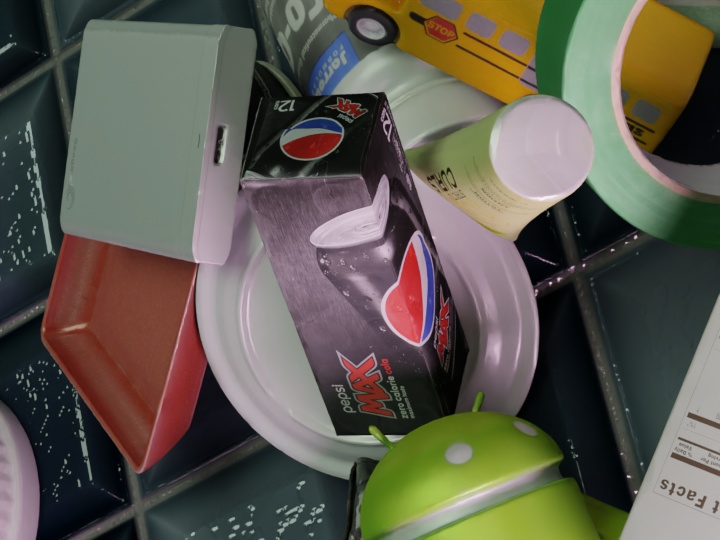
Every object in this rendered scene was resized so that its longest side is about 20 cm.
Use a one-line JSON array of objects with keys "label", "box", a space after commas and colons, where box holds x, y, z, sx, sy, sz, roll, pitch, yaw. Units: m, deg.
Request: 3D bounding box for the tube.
[{"label": "tube", "box": [0.069, -0.047, 1.469, 0.200, 0.052, 0.058, 156, 102, -79]}]

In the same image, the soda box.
[{"label": "soda box", "box": [0.000, 0.000, 1.515, 0.071, 0.200, 0.063, -2, 47, 18]}]

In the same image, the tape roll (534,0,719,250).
[{"label": "tape roll", "box": [0.190, -0.110, 1.473, 0.200, 0.200, 0.048, -55, 26, 10]}]

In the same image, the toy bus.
[{"label": "toy bus", "box": [0.084, -0.136, 1.578, 0.065, 0.200, 0.078, -65, 3, -34]}]

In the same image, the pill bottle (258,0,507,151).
[{"label": "pill bottle", "box": [0.017, -0.127, 1.677, 0.114, 0.114, 0.200, -41, 53, 21]}]

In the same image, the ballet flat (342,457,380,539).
[{"label": "ballet flat", "box": [-0.026, 0.197, 1.620, 0.057, 0.066, 0.200, 31, 88, -4]}]

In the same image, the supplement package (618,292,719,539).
[{"label": "supplement package", "box": [0.226, 0.100, 1.420, 0.120, 0.121, 0.200, 21, 88, 41]}]

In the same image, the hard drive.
[{"label": "hard drive", "box": [-0.119, -0.078, 1.679, 0.200, 0.026, 0.132, 11, 94, 62]}]

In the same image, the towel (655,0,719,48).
[{"label": "towel", "box": [0.143, -0.182, 1.540, 0.153, 0.200, 0.023, 6, 60, 41]}]

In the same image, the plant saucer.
[{"label": "plant saucer", "box": [-0.126, -0.007, 1.742, 0.200, 0.037, 0.200, 45, 123, 56]}]

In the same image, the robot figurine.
[{"label": "robot figurine", "box": [0.072, 0.163, 1.504, 0.116, 0.175, 0.200, -33, 76, 50]}]

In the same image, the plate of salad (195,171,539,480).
[{"label": "plate of salad", "box": [0.005, 0.024, 1.628, 0.200, 0.048, 0.200, 5, 110, 15]}]

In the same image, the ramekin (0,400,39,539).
[{"label": "ramekin", "box": [-0.311, 0.156, 1.844, 0.200, 0.105, 0.200, -14, 65, 34]}]

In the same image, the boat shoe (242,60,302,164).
[{"label": "boat shoe", "box": [-0.061, -0.048, 1.743, 0.072, 0.068, 0.200, -29, 56, 30]}]
